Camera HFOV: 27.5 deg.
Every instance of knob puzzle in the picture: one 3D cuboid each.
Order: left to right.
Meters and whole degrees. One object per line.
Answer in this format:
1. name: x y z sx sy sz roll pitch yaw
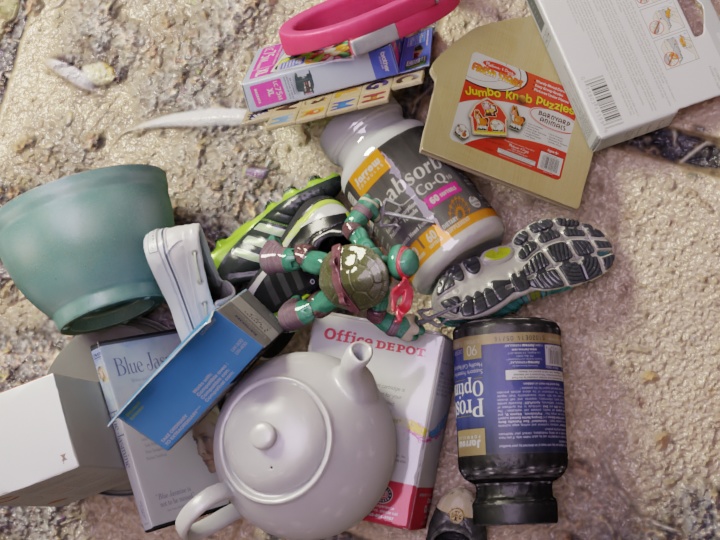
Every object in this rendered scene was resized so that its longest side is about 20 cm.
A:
1. knob puzzle: 0.163 -0.176 1.540 0.218 0.030 0.222 5 69 -12

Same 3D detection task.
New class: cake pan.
1. cake pan: -0.269 0.149 1.626 0.198 0.037 0.202 -2 81 15

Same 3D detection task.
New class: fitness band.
1. fitness band: 0.009 -0.273 1.558 0.199 0.144 0.038 -25 115 -15

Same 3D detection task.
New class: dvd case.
1. dvd case: -0.198 0.162 1.548 0.017 0.142 0.202 -25 79 40

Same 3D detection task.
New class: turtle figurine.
1. turtle figurine: 0.000 0.000 1.448 0.199 0.100 0.151 -10 86 31

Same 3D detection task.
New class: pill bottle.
1. pill bottle: 0.051 -0.083 1.537 0.116 0.116 0.200 -39 74 6
2. pill bottle: 0.151 0.153 1.475 0.111 0.112 0.202 -4 80 14

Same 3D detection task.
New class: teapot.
1. teapot: -0.070 0.170 1.426 0.196 0.146 0.202 2 81 23

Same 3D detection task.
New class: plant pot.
1. plant pot: -0.283 -0.012 1.574 0.199 0.200 0.135 -21 80 11

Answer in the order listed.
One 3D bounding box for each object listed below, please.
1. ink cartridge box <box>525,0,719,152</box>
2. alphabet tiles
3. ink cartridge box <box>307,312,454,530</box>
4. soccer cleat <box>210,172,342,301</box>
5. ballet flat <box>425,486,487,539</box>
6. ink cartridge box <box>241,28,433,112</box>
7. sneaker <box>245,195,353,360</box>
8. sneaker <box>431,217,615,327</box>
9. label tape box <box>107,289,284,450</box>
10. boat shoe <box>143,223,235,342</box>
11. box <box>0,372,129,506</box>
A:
1. ink cartridge box: 0.285 -0.245 1.540 0.172 0.044 0.201 -19 76 -9
2. alphabet tiles: -0.026 -0.195 1.564 0.198 0.167 0.006 -12 115 13
3. ink cartridge box: 0.012 0.156 1.524 0.146 0.086 0.202 10 83 19
4. soccer cleat: -0.092 -0.031 1.600 0.199 0.068 0.081 -35 90 9
5. ballet flat: 0.088 0.321 1.493 0.066 0.057 0.202 9 84 15
6. ink cartridge box: -0.022 -0.229 1.581 0.198 0.120 0.042 -11 116 11
7. sneaker: -0.062 0.015 1.546 0.083 0.071 0.201 42 112 45
8. sneaker: 0.164 0.005 1.515 0.198 0.080 0.078 -18 70 -8
9. label tape box: -0.155 0.100 1.432 0.066 0.200 0.143 43 99 -1
10. boat shoe: -0.161 0.037 1.545 0.066 0.201 0.074 -15 41 10
11. box: -0.312 0.178 1.509 0.123 0.200 0.098 -20 77 10
